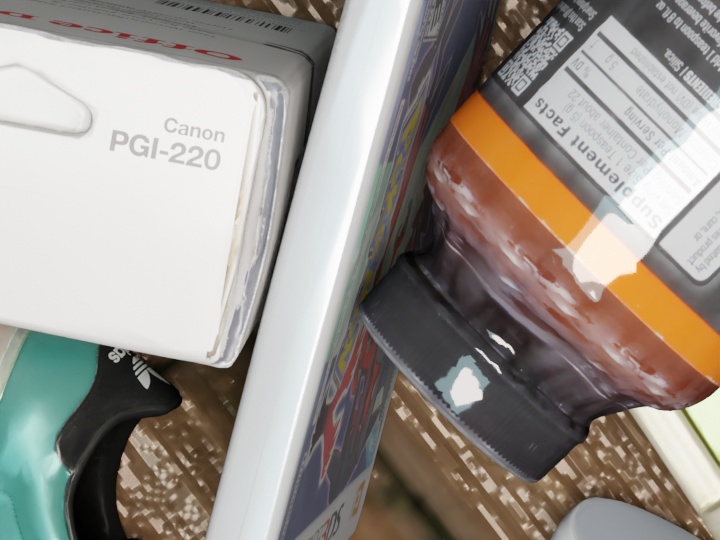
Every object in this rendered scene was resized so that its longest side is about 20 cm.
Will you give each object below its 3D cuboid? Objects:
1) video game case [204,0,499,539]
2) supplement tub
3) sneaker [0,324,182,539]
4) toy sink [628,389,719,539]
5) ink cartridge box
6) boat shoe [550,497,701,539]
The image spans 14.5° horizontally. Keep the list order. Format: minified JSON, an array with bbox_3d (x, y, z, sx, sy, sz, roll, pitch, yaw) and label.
[{"bbox_3d":[0.000,0.000,0.849,0.023,0.182,0.201,15,98,8],"label":"video game case"},{"bbox_3d":[0.092,-0.036,0.772,0.107,0.107,0.200,44,98,-3],"label":"supplement tub"},{"bbox_3d":[-0.116,0.115,0.926,0.080,0.071,0.201,17,97,5],"label":"sneaker"},{"bbox_3d":[0.139,0.007,0.877,0.130,0.112,0.200,-33,94,7],"label":"toy sink"},{"bbox_3d":[-0.088,-0.040,0.840,0.145,0.200,0.085,11,98,2],"label":"ink cartridge box"},{"bbox_3d":[0.129,0.159,0.925,0.200,0.070,0.066,39,121,-6],"label":"boat shoe"}]
